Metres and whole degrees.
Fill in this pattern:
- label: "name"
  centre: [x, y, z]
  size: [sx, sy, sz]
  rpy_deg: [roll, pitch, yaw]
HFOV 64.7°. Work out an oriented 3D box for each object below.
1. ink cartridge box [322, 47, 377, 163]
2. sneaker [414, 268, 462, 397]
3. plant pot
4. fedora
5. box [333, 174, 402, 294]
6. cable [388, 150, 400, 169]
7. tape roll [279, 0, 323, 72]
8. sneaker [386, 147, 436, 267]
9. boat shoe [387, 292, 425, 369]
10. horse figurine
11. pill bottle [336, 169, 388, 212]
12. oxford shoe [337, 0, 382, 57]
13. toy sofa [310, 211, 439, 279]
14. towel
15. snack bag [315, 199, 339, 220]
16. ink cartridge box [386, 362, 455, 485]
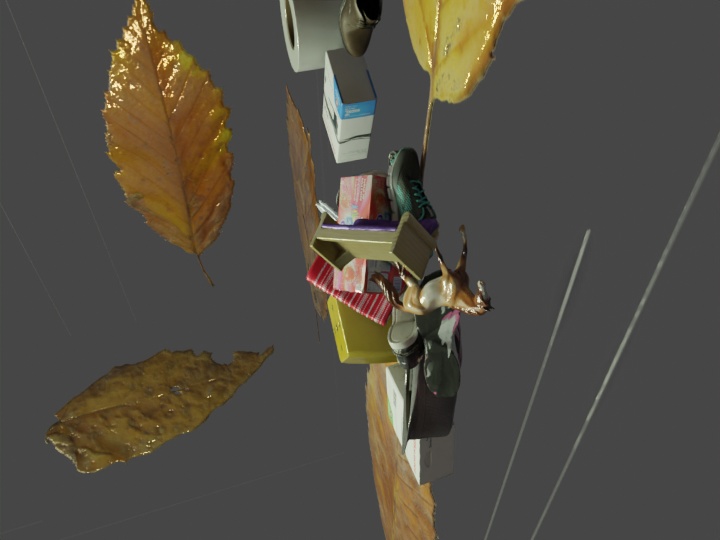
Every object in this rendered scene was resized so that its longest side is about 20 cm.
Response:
- label: "ink cartridge box"
  centre: [-0.028, -0.362, 1.261]
  size: [0.202, 0.081, 0.149]
  rpy_deg: [102, 154, -64]
- label: "sneaker"
  centre: [0.134, 0.100, 0.954]
  size: [0.086, 0.077, 0.209]
  rpy_deg: [-12, -76, -74]
- label: "plant pot"
  centre: [0.029, 0.101, 1.211]
  size: [0.200, 0.170, 0.207]
  rpy_deg: [122, 135, -74]
- label: "fedora"
  centre: [0.125, 0.231, 1.030]
  size: [0.204, 0.087, 0.181]
  rpy_deg: [-84, -1, -48]
- label: "box"
  centre: [0.019, -0.063, 1.037]
  size: [0.093, 0.100, 0.209]
  rpy_deg: [6, 92, 49]
- label: "cable"
  centre: [0.078, -0.125, 1.063]
  size: [0.097, 0.049, 0.208]
  rpy_deg: [175, 84, -73]
- label: "tape roll"
  centre: [-0.096, -0.560, 1.267]
  size: [0.202, 0.134, 0.211]
  rpy_deg: [168, 90, -78]
- label: "sneaker"
  centre: [0.096, -0.108, 0.979]
  size: [0.089, 0.076, 0.209]
  rpy_deg: [5, 98, 46]
- label: "boat shoe"
  centre: [0.096, 0.096, 1.015]
  size: [0.201, 0.071, 0.062]
  rpy_deg: [-67, -40, -61]
- label: "horse figurine"
  centre: [0.107, 0.018, 0.878]
  size: [0.195, 0.049, 0.138]
  rpy_deg: [-18, 82, 34]
- label: "pill bottle"
  centre: [0.010, -0.149, 1.212]
  size: [0.200, 0.110, 0.118]
  rpy_deg: [-157, 56, -75]
- label: "oxford shoe"
  centre: [0.002, -0.469, 1.047]
  size: [0.202, 0.070, 0.087]
  rpy_deg: [99, 154, -60]
- label: "toy sofa"
  centre: [0.021, -0.055, 0.879]
  size: [0.196, 0.082, 0.100]
  rpy_deg: [7, 67, 47]
- label: "towel"
  centre: [0.000, 0.000, 1.131]
  size: [0.196, 0.148, 0.023]
  rpy_deg: [28, 171, 20]
- label: "snack bag"
  centre: [-0.012, -0.074, 1.273]
  size: [0.198, 0.022, 0.189]
  rpy_deg: [40, 178, 5]
- label: "ink cartridge box"
  centre: [0.122, 0.311, 1.184]
  size: [0.202, 0.081, 0.151]
  rpy_deg: [-120, 21, -54]
